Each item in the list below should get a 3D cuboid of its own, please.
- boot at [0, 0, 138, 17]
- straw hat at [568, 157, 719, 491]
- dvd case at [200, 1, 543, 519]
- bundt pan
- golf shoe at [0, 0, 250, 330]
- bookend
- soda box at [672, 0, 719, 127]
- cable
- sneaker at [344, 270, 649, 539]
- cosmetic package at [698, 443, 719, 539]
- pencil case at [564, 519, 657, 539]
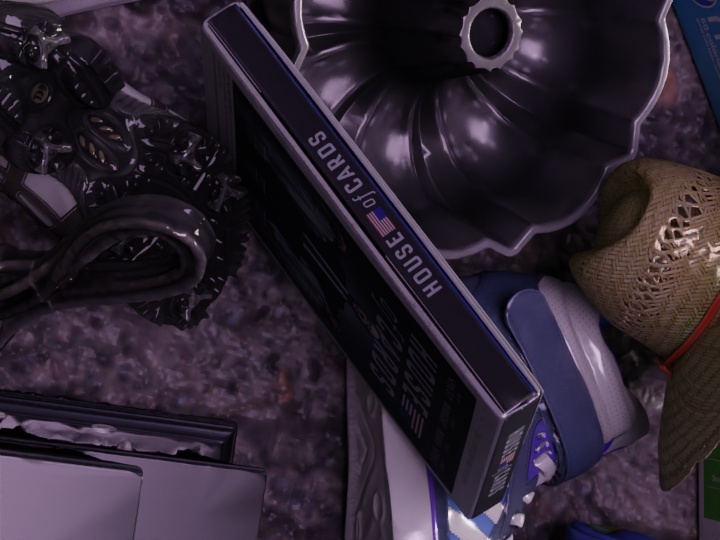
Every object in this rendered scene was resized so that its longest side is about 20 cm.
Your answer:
[{"bbox_3d":[-0.088,-0.148,1.022,0.199,0.095,0.074,-24,100,-21],"label":"boot"},{"bbox_3d":[0.140,-0.006,1.066,0.085,0.201,0.202,25,81,0],"label":"straw hat"},{"bbox_3d":[0.000,0.000,0.993,0.025,0.150,0.200,-33,74,-13],"label":"dvd case"},{"bbox_3d":[0.039,-0.111,1.075,0.201,0.076,0.204,-8,106,-29],"label":"bundt pan"},{"bbox_3d":[-0.119,-0.052,1.007,0.078,0.094,0.200,-52,137,-14],"label":"golf shoe"},{"bbox_3d":[-0.116,0.101,0.961,0.197,0.200,0.093,9,88,-22],"label":"bookend"},{"bbox_3d":[0.199,-0.120,1.160,0.064,0.068,0.201,-27,101,-20],"label":"soda box"},{"bbox_3d":[-0.142,0.014,0.968,0.050,0.199,0.097,-62,141,-39],"label":"cable"},{"bbox_3d":[0.071,0.101,1.104,0.145,0.081,0.202,-1,86,-19],"label":"sneaker"},{"bbox_3d":[0.222,0.167,1.158,0.084,0.107,0.202,0,90,-23],"label":"cosmetic package"},{"bbox_3d":[0.111,0.218,1.126,0.086,0.078,0.201,19,85,-12],"label":"pencil case"}]
